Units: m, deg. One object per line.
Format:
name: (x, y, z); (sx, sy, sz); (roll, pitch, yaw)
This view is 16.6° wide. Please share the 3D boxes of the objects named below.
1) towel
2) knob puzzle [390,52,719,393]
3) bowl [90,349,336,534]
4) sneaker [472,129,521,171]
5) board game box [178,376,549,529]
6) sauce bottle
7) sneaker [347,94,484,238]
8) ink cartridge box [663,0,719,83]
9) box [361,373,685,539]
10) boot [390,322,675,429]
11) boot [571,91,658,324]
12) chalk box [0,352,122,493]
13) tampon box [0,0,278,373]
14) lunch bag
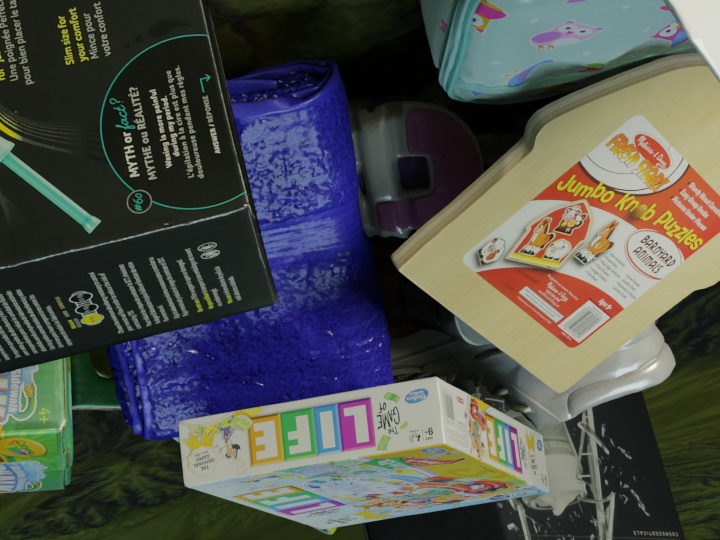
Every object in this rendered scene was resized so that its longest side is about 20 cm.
towel: (-0.067, -0.004, 1.205); (0.148, 0.050, 0.200); (-5, 124, 9)
knob puzzle: (0.128, -0.040, 1.185); (0.220, 0.030, 0.220); (-19, 142, -16)
bowl: (-0.072, 0.057, 1.453); (0.108, 0.200, 0.200); (-57, 161, -8)
sneaker: (0.028, -0.008, 1.401); (0.077, 0.085, 0.200); (0, 157, -33)
board game box: (0.007, 0.097, 1.265); (0.134, 0.034, 0.200); (-11, 165, 17)
sauce bottle: (0.000, 0.000, 1.290); (0.065, 0.065, 0.200); (2, -172, -37)
sneaker: (-0.034, -0.051, 1.261); (0.200, 0.081, 0.088); (-5, -163, 8)
ink cartridge box: (0.170, -0.160, 0.921); (0.161, 0.050, 0.200); (-36, 129, 8)
box: (0.098, 0.127, 1.664); (0.124, 0.197, 0.200); (-28, 157, 37)
boot: (0.069, 0.049, 1.324); (0.200, 0.096, 0.074); (-17, -159, 33)
boot: (0.120, -0.026, 1.337); (0.138, 0.077, 0.200); (16, 104, -57)
chalk box: (-0.210, 0.045, 1.296); (0.200, 0.125, 0.124); (-4, 161, -7)
tampon box: (-0.152, -0.047, 1.066); (0.200, 0.150, 0.126); (-13, 159, -1)
lunch bag: (0.128, -0.139, 1.106); (0.200, 0.077, 0.160); (-11, 161, -9)
